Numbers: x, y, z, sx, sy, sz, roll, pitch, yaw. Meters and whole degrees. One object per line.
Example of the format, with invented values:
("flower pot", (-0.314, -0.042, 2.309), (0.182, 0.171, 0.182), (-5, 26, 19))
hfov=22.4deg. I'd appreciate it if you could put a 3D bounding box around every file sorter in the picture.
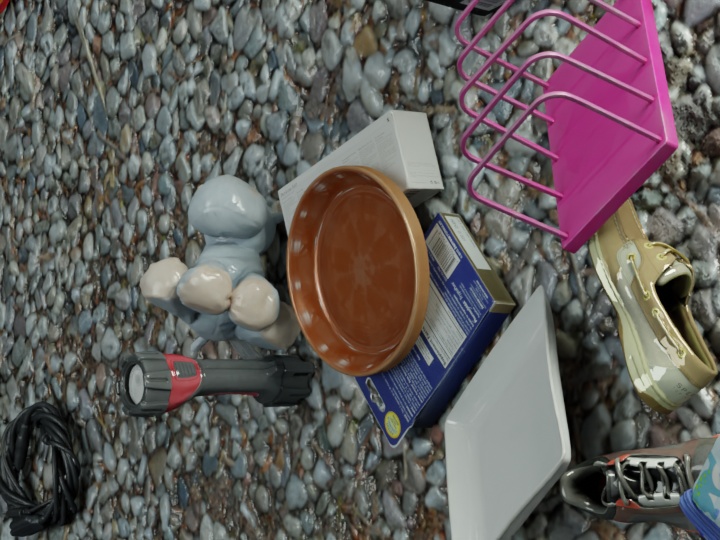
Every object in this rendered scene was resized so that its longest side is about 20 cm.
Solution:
("file sorter", (0.157, -0.149, 1.483), (0.139, 0.125, 0.201), (-48, 30, 38))

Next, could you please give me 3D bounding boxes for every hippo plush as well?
("hippo plush", (-0.120, -0.008, 1.905), (0.158, 0.200, 0.162), (11, 71, 22))

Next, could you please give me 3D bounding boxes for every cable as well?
("cable", (-0.406, 0.248, 2.322), (0.200, 0.051, 0.164), (-31, 58, 50))

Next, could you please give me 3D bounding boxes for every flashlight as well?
("flashlight", (-0.149, 0.116, 1.856), (0.068, 0.199, 0.068), (25, 107, 50))

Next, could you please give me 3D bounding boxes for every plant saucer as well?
("plant saucer", (0.000, 0.000, 1.740), (0.200, 0.032, 0.202), (7, 99, 50))

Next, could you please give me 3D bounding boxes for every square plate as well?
("square plate", (0.129, 0.148, 1.575), (0.199, 0.028, 0.200), (-91, 25, -46))

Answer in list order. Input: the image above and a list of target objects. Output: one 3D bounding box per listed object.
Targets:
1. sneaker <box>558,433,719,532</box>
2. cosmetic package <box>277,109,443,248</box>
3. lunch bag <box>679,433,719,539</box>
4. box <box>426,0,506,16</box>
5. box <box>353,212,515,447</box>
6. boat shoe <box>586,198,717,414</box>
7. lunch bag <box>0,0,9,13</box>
("sneaker", (0.236, 0.173, 1.438), (0.199, 0.081, 0.078), (-19, 72, 51))
("cosmetic package", (-0.002, -0.080, 1.801), (0.200, 0.050, 0.083), (-31, 67, 48))
("lunch bag", (0.323, 0.176, 1.226), (0.161, 0.199, 0.083), (43, 113, 44))
("box", (0.123, -0.318, 1.588), (0.199, 0.131, 0.116), (-19, 68, 50))
("box", (0.063, 0.059, 1.719), (0.201, 0.032, 0.121), (-57, 46, 32))
("boat shoe", (0.238, 0.015, 1.468), (0.066, 0.074, 0.201), (-31, 60, 29))
("lunch bag", (-0.502, -0.453, 2.471), (0.200, 0.082, 0.177), (-56, 47, 33))
